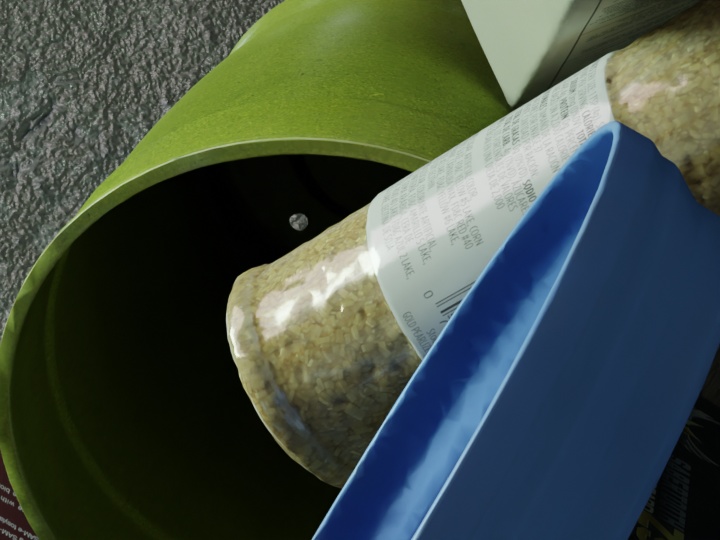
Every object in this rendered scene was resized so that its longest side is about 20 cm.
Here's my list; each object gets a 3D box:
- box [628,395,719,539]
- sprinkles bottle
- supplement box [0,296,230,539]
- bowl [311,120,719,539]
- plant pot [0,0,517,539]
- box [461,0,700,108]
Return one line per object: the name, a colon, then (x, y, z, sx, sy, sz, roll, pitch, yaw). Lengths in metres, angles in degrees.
box: (0.033, 0.121, 0.679, 0.158, 0.051, 0.200, -58, 1, 19)
sprinkles bottle: (0.060, -0.016, 0.720, 0.200, 0.068, 0.068, -31, 12, 23)
supplement box: (-0.108, 0.097, 1.025, 0.109, 0.061, 0.201, -50, -15, -53)
bowl: (0.018, 0.062, 0.615, 0.201, 0.039, 0.201, -58, 2, 4)
plant pot: (0.000, 0.000, 0.909, 0.201, 0.200, 0.193, -59, 10, 31)
box: (0.074, -0.109, 0.761, 0.095, 0.078, 0.200, -24, -4, -5)
